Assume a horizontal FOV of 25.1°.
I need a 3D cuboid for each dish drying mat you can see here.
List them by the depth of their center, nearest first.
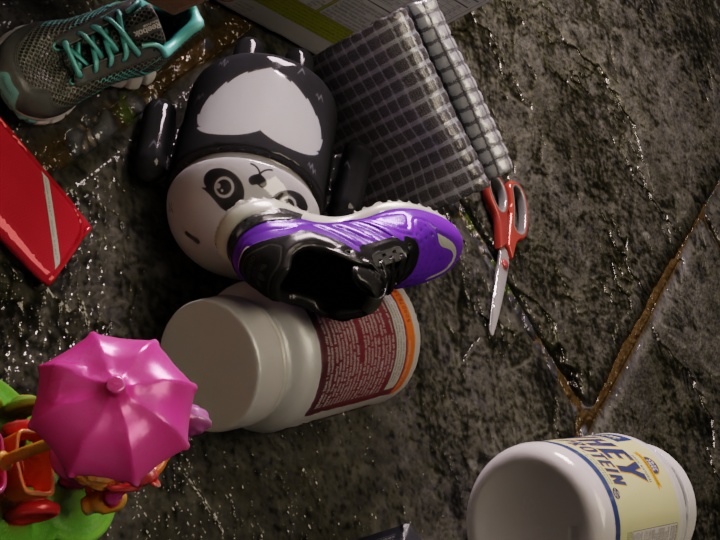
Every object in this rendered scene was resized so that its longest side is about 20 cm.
[{"bbox_3d":[-0.263,-0.084,1.111,0.200,0.018,0.077,52,38,-20],"label":"dish drying mat"}]

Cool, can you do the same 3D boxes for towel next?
[{"bbox_3d":[0.013,-0.115,1.350,0.085,0.200,0.166,-33,96,-41],"label":"towel"}]

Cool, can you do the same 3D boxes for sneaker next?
[{"bbox_3d":[0.000,0.001,1.175,0.199,0.070,0.100,-1,31,-31],"label":"sneaker"},{"bbox_3d":[-0.190,-0.168,1.193,0.078,0.091,0.200,61,35,-6],"label":"sneaker"}]

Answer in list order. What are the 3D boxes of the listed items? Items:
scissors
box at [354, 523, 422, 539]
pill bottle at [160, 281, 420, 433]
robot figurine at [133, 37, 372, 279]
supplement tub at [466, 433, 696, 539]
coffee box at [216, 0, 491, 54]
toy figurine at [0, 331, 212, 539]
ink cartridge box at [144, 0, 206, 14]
[{"bbox_3d":[0.149,-0.012,1.626,0.073,0.014,0.201,32,46,-42],"label":"scissors"},{"bbox_3d":[0.026,0.327,1.190,0.200,0.104,0.182,53,36,-19],"label":"box"},{"bbox_3d":[-0.052,0.060,1.229,0.200,0.114,0.115,-8,78,-55],"label":"pill bottle"},{"bbox_3d":[-0.083,-0.089,1.261,0.125,0.150,0.201,52,35,-42],"label":"robot figurine"},{"bbox_3d":[0.203,0.221,1.453,0.200,0.145,0.146,2,70,-53],"label":"supplement tub"},{"bbox_3d":[-0.006,-0.329,1.437,0.200,0.197,0.200,22,54,-46],"label":"coffee box"},{"bbox_3d":[-0.165,0.107,0.989,0.200,0.184,0.151,16,59,-49],"label":"toy figurine"},{"bbox_3d":[-0.175,-0.295,1.120,0.200,0.075,0.165,21,70,-37],"label":"ink cartridge box"}]
